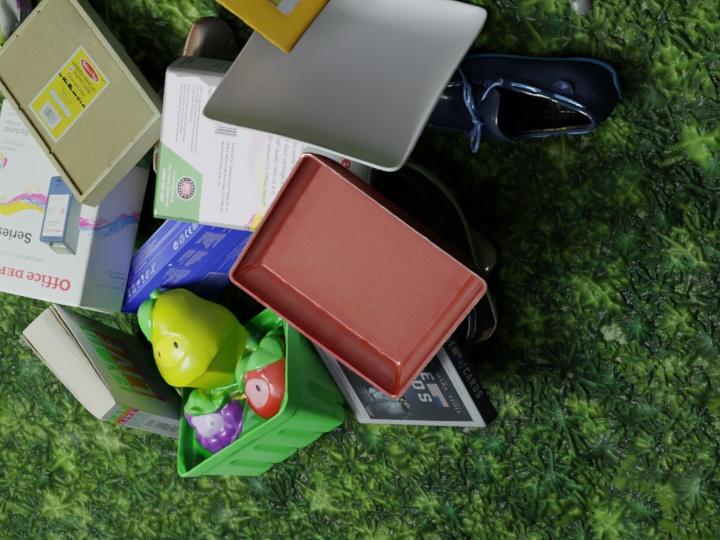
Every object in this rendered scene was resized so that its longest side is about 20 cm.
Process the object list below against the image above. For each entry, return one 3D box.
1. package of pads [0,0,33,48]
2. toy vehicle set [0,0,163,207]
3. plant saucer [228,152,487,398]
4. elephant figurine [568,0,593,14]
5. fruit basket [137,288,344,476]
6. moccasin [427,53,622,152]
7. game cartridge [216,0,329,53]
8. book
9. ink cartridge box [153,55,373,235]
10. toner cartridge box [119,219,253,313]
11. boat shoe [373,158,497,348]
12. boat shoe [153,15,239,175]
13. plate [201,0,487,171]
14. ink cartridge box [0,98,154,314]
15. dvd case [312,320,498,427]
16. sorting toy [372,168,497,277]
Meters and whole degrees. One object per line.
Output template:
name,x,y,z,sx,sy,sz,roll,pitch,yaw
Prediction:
package of pads,-0.423,-0.328,1.898,0.154,0.068,0.200,6,120,30
toy vehicle set,-0.281,-0.177,1.845,0.124,0.027,0.200,-44,65,15
plant saucer,0.000,0.000,1.675,0.199,0.037,0.200,36,138,1
elephant figurine,0.107,-0.324,1.545,0.200,0.155,0.141,15,168,37
fruit basket,-0.141,0.109,1.906,0.215,0.156,0.216,0,147,0
moccasin,0.130,-0.151,1.643,0.200,0.068,0.081,-5,130,36
game cartridge,-0.071,-0.318,1.608,0.176,0.032,0.200,35,100,-19
book,-0.258,0.114,1.960,0.048,0.200,0.134,-43,69,7
ink cartridge box,-0.084,-0.114,1.739,0.200,0.084,0.145,8,106,5
toner cartridge box,-0.165,-0.020,1.898,0.200,0.095,0.043,-41,56,41
boat shoe,0.067,-0.014,1.744,0.075,0.062,0.200,-16,105,35
boat shoe,-0.172,-0.161,1.836,0.072,0.076,0.200,29,122,28
plate,-0.011,-0.177,1.654,0.200,0.200,0.032,17,148,22
ink cartridge box,-0.306,-0.066,1.909,0.145,0.087,0.200,11,91,27
dvd case,0.031,0.085,1.800,0.200,0.025,0.150,-4,120,53
sorting toy,0.019,-0.010,1.833,0.185,0.036,0.200,41,126,5
